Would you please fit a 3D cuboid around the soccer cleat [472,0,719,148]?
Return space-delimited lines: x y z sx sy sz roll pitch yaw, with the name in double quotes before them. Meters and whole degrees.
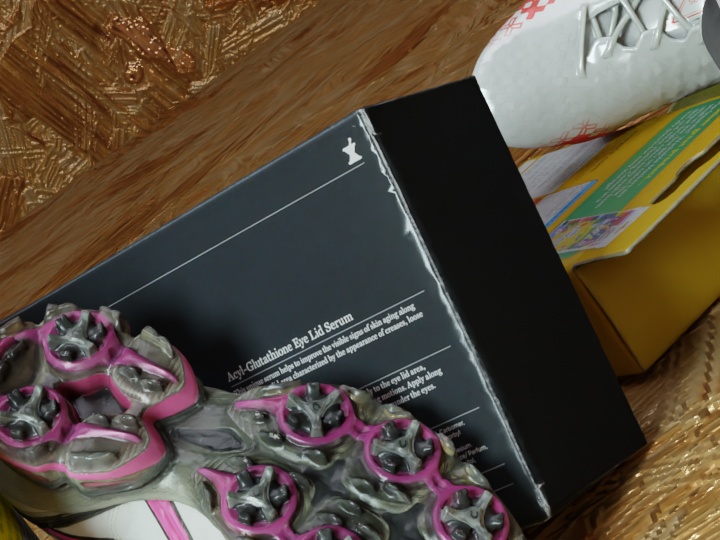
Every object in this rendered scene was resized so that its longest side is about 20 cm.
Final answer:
"soccer cleat" 0.137 -0.107 0.845 0.199 0.069 0.085 -22 4 -8

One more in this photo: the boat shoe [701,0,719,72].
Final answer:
"boat shoe" 0.163 -0.068 0.700 0.066 0.057 0.200 -25 32 -2

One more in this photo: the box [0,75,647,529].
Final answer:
"box" -0.022 0.041 0.725 0.199 0.142 0.079 -27 0 37

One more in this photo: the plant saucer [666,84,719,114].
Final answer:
"plant saucer" 0.220 -0.102 0.887 0.199 0.031 0.200 -36 11 8

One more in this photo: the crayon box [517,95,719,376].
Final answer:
"crayon box" 0.096 -0.008 0.828 0.126 0.052 0.200 -42 12 -28

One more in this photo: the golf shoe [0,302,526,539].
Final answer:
"golf shoe" -0.032 0.078 0.665 0.199 0.092 0.073 22 56 23

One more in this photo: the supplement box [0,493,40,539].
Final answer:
"supplement box" -0.150 0.120 0.666 0.109 0.201 0.109 -37 11 -7
